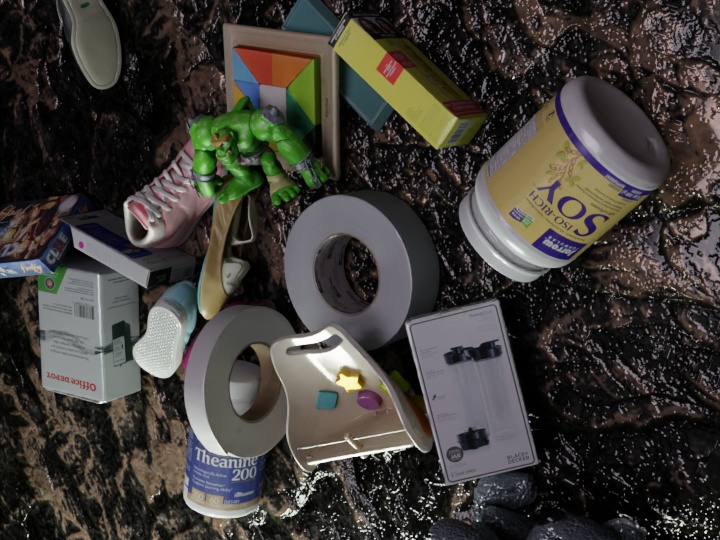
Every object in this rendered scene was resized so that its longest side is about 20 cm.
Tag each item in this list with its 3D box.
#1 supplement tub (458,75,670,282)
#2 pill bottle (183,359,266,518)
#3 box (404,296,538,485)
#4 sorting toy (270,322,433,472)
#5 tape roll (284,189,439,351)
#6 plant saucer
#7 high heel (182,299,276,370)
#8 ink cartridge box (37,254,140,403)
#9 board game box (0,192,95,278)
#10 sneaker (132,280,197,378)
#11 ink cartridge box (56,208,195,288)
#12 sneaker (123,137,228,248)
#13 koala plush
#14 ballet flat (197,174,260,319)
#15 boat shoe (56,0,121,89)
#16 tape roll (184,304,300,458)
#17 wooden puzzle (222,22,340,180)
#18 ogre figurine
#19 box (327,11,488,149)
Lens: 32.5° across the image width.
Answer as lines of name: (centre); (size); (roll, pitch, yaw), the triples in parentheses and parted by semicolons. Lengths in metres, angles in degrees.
supplement tub: (0.215, -0.094, 1.328); (0.200, 0.145, 0.146); (-45, 72, 34)
pill bottle: (-0.183, 0.231, 1.714); (0.111, 0.111, 0.200); (19, 110, 33)
box: (0.132, 0.140, 1.462); (0.116, 0.060, 0.200); (-15, 91, 6)
sorting toy: (-0.022, 0.144, 1.535); (0.200, 0.107, 0.180); (-16, 119, 37)
tape roll: (0.000, 0.000, 1.559); (0.200, 0.066, 0.201); (9, 105, 35)
plant saucer: (-0.027, -0.266, 1.555); (0.200, 0.019, 0.070); (48, 124, 18)
high heel: (-0.206, 0.101, 1.715); (0.200, 0.096, 0.067); (-30, 82, 37)
ink cartridge box: (-0.412, 0.087, 1.874); (0.146, 0.083, 0.200); (10, 104, 35)
board game box: (-0.513, -0.051, 1.897); (0.200, 0.136, 0.035); (-4, 138, 37)
sneaker: (-0.270, 0.086, 1.787); (0.074, 0.082, 0.200); (37, 143, 1)
ink cartridge box: (-0.342, -0.035, 1.789); (0.200, 0.095, 0.037); (29, 116, 29)
sneaker: (-0.260, -0.108, 1.709); (0.075, 0.105, 0.200); (46, 122, 23)
koala plush: (0.218, 0.333, 1.409); (0.200, 0.177, 0.184); (-14, 102, 37)
ballet flat: (-0.175, -0.030, 1.668); (0.063, 0.069, 0.200); (8, 91, 20)
boat shoe: (-0.398, -0.361, 1.797); (0.068, 0.072, 0.200); (-179, 70, -73)
tape roll: (-0.150, 0.145, 1.615); (0.037, 0.203, 0.203); (5, 102, 36)
wooden puzzle: (-0.107, -0.218, 1.599); (0.200, 0.037, 0.185); (16, 117, 35)
ogre figurine: (-0.146, -0.151, 1.580); (0.200, 0.098, 0.120); (13, 135, 47)
box: (0.055, -0.228, 1.466); (0.200, 0.075, 0.050); (48, 123, 21)
